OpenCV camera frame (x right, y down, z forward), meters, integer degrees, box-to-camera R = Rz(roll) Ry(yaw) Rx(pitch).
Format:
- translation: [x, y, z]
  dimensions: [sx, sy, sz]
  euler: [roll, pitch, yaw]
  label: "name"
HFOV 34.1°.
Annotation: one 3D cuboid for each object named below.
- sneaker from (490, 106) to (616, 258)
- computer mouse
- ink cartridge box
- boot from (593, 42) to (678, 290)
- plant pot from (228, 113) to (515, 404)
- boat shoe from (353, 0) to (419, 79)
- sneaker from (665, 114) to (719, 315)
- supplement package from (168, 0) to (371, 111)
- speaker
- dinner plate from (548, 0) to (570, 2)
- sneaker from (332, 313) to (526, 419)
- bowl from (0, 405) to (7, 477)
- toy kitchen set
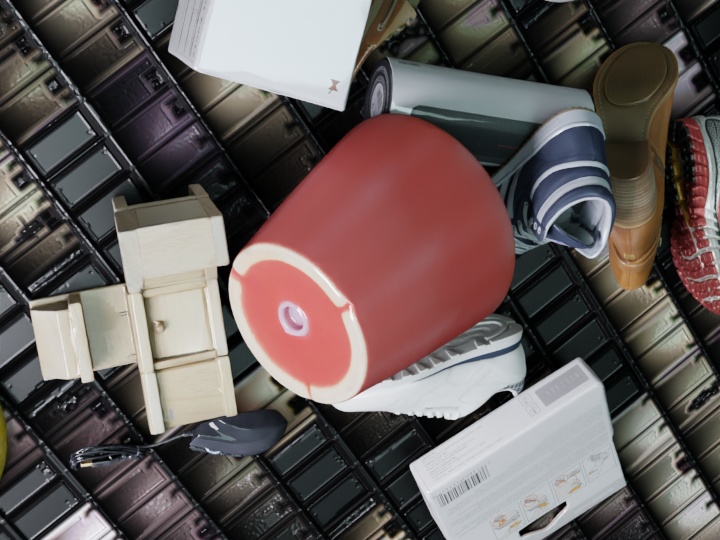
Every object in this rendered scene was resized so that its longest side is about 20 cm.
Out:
- translation: [0.149, -0.037, 1.021]
  dimensions: [0.069, 0.110, 0.201]
  euler: [12, 139, -24]
  label: "sneaker"
- translation: [-0.160, 0.160, 1.053]
  dimensions: [0.196, 0.059, 0.035]
  euler: [-10, 74, -12]
  label: "computer mouse"
- translation: [0.161, 0.202, 1.164]
  dimensions: [0.198, 0.045, 0.177]
  euler: [-31, 134, -7]
  label: "ink cartridge box"
- translation: [0.258, -0.098, 1.091]
  dimensions: [0.075, 0.202, 0.156]
  euler: [-2, 141, 14]
  label: "boot"
- translation: [0.000, 0.000, 0.954]
  dimensions: [0.177, 0.198, 0.203]
  euler: [-38, 115, -39]
  label: "plant pot"
- translation: [0.014, -0.223, 0.963]
  dimensions: [0.073, 0.076, 0.202]
  euler: [9, 133, -17]
  label: "boat shoe"
- translation: [0.349, -0.052, 1.135]
  dimensions: [0.081, 0.078, 0.204]
  euler: [-14, 107, -13]
  label: "sneaker"
- translation: [-0.073, -0.204, 0.910]
  dimensions: [0.115, 0.200, 0.119]
  euler: [13, 100, -19]
  label: "supplement package"
- translation: [0.106, -0.135, 1.044]
  dimensions: [0.196, 0.081, 0.083]
  euler: [7, 102, -18]
  label: "speaker"
- translation: [0.184, -0.334, 1.009]
  dimensions: [0.198, 0.024, 0.204]
  euler: [-12, 110, -36]
  label: "dinner plate"
- translation: [0.065, 0.107, 1.101]
  dimensions: [0.196, 0.077, 0.082]
  euler: [-13, 117, -11]
  label: "sneaker"
- translation: [-0.391, 0.162, 0.963]
  dimensions: [0.196, 0.108, 0.204]
  euler: [-4, 105, -15]
  label: "bowl"
- translation: [-0.186, 0.052, 0.954]
  dimensions: [0.160, 0.180, 0.204]
  euler: [-10, 103, -12]
  label: "toy kitchen set"
